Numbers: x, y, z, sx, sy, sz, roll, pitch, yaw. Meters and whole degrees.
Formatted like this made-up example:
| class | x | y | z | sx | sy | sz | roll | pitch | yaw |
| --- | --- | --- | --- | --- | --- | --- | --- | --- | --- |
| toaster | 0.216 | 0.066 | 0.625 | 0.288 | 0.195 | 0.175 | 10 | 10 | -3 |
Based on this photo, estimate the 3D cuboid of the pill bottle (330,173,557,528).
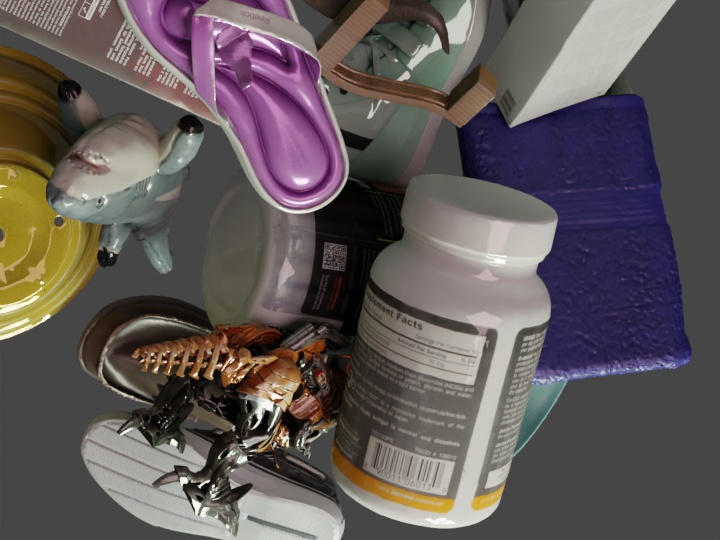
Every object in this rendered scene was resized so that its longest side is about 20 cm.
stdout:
| class | x | y | z | sx | sy | sz | roll | pitch | yaw |
| --- | --- | --- | --- | --- | --- | --- | --- | --- | --- |
| pill bottle | 0.054 | 0.049 | 0.848 | 0.116 | 0.116 | 0.201 | 3 | 109 | -29 |

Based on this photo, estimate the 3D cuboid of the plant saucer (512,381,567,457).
| class | x | y | z | sx | sy | sz | roll | pitch | yaw |
| --- | --- | --- | --- | --- | --- | --- | --- | --- | --- |
| plant saucer | 0.133 | 0.055 | 1.042 | 0.200 | 0.036 | 0.201 | -47 | 153 | -33 |

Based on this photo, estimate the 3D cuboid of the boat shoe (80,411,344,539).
| class | x | y | z | sx | sy | sz | roll | pitch | yaw |
| --- | --- | --- | --- | --- | --- | --- | --- | --- | --- |
| boat shoe | -0.106 | 0.150 | 0.976 | 0.199 | 0.071 | 0.072 | 26 | 109 | -13 |

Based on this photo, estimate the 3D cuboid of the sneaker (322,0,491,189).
| class | x | y | z | sx | sy | sz | roll | pitch | yaw |
| --- | --- | --- | --- | --- | --- | --- | --- | --- | --- |
| sneaker | 0.013 | -0.156 | 0.914 | 0.118 | 0.074 | 0.202 | 7 | 107 | -36 |

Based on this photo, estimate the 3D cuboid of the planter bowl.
| class | x | y | z | sx | sy | sz | roll | pitch | yaw |
| --- | --- | --- | --- | --- | --- | --- | --- | --- | --- |
| planter bowl | -0.232 | -0.033 | 0.828 | 0.199 | 0.083 | 0.202 | -10 | 113 | -25 |

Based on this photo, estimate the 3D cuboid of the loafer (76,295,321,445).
| class | x | y | z | sx | sy | sz | roll | pitch | yaw |
| --- | --- | --- | --- | --- | --- | --- | --- | --- | --- |
| loafer | -0.100 | 0.073 | 0.946 | 0.199 | 0.071 | 0.073 | 18 | 100 | -32 |

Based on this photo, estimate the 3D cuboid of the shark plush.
| class | x | y | z | sx | sy | sz | roll | pitch | yaw |
| --- | --- | --- | --- | --- | --- | --- | --- | --- | --- |
| shark plush | -0.153 | -0.043 | 0.836 | 0.090 | 0.200 | 0.084 | 20 | 73 | -2 |

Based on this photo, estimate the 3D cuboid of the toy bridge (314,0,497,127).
| class | x | y | z | sx | sy | sz | roll | pitch | yaw |
| --- | --- | --- | --- | --- | --- | --- | --- | --- | --- |
| toy bridge | -0.008 | -0.153 | 0.853 | 0.199 | 0.027 | 0.067 | 34 | 126 | -21 |

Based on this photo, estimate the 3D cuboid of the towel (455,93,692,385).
| class | x | y | z | sx | sy | sz | roll | pitch | yaw |
| --- | --- | --- | --- | --- | --- | --- | --- | --- | --- |
| towel | 0.145 | -0.022 | 0.940 | 0.147 | 0.050 | 0.201 | -5 | 77 | -16 |

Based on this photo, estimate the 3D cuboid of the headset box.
| class | x | y | z | sx | sy | sz | roll | pitch | yaw |
| --- | --- | --- | --- | --- | --- | --- | --- | --- | --- |
| headset box | -0.142 | -0.164 | 0.783 | 0.199 | 0.149 | 0.078 | 21 | 106 | -32 |

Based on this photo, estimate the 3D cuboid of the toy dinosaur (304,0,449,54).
| class | x | y | z | sx | sy | sz | roll | pitch | yaw |
| --- | --- | --- | --- | --- | --- | --- | --- | --- | --- |
| toy dinosaur | -0.018 | -0.213 | 0.874 | 0.102 | 0.077 | 0.200 | -38 | 109 | -6 |

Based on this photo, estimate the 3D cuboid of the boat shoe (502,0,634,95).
| class | x | y | z | sx | sy | sz | roll | pitch | yaw |
| --- | --- | --- | --- | --- | --- | --- | --- | --- | --- |
| boat shoe | 0.153 | -0.142 | 1.009 | 0.074 | 0.065 | 0.203 | -30 | 123 | -4 |

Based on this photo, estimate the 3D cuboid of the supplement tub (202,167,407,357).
| class | x | y | z | sx | sy | sz | roll | pitch | yaw |
| --- | --- | --- | --- | --- | --- | --- | --- | --- | --- |
| supplement tub | 0.000 | 0.000 | 0.942 | 0.199 | 0.122 | 0.123 | 9 | 105 | -30 |

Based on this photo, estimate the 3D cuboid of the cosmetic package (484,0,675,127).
| class | x | y | z | sx | sy | sz | roll | pitch | yaw |
| --- | --- | --- | --- | --- | --- | --- | --- | --- | --- |
| cosmetic package | 0.148 | -0.168 | 0.848 | 0.082 | 0.200 | 0.051 | -19 | 73 | -21 |

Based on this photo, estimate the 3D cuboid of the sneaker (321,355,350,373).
| class | x | y | z | sx | sy | sz | roll | pitch | yaw |
| --- | --- | --- | --- | --- | --- | --- | --- | --- | --- |
| sneaker | 0.046 | 0.125 | 1.037 | 0.075 | 0.084 | 0.200 | -49 | 124 | -3 |

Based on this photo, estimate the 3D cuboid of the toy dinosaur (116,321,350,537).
| class | x | y | z | sx | sy | sz | roll | pitch | yaw |
| --- | --- | --- | --- | --- | --- | --- | --- | --- | --- |
| toy dinosaur | -0.078 | 0.075 | 0.853 | 0.136 | 0.102 | 0.200 | -47 | 126 | 9 |

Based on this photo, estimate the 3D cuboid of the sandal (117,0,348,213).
| class | x | y | z | sx | sy | sz | roll | pitch | yaw |
| --- | --- | --- | --- | --- | --- | --- | --- | --- | --- |
| sandal | -0.057 | -0.111 | 0.730 | 0.082 | 0.050 | 0.203 | -39 | 125 | -4 |
